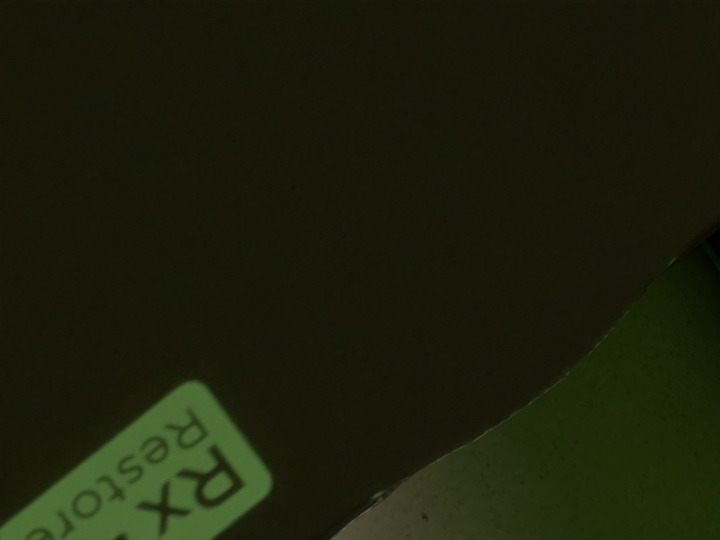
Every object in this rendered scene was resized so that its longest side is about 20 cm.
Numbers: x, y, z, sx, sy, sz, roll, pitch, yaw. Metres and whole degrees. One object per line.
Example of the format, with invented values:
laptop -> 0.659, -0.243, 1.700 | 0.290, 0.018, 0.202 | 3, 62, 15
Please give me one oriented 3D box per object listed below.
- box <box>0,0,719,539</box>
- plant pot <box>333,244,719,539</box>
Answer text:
box -> -0.053, -0.072, 0.429 | 0.164, 0.166, 0.200 | 56, 171, -29
plant pot -> 0.021, 0.043, 0.615 | 0.187, 0.187, 0.200 | -153, 42, -73
